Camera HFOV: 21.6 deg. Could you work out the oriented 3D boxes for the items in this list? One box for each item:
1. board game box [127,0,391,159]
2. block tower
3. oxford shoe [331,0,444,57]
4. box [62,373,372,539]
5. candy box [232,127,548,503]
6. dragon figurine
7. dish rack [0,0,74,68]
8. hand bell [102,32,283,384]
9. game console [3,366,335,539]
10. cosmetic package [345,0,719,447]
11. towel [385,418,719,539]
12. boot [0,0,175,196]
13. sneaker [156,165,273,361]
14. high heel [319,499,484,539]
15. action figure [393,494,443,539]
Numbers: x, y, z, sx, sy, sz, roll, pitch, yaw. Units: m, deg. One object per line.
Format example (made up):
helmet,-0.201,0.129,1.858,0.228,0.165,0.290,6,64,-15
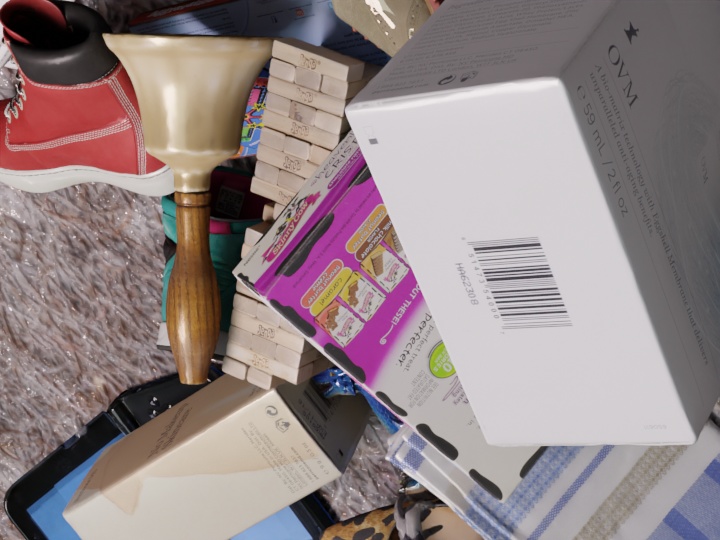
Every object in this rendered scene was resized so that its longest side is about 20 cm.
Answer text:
board game box,-0.044,-0.123,1.130,0.199,0.019,0.104,-6,119,39
block tower,-0.030,-0.032,1.093,0.054,0.058,0.202,20,113,26
oxford shoe,0.031,-0.141,1.021,0.074,0.070,0.201,-22,100,38
box,-0.097,0.130,1.285,0.199,0.095,0.078,-32,105,25
candy box,0.047,0.015,1.056,0.200,0.137,0.061,42,176,-25
dragon figurine,0.060,0.093,1.208,0.199,0.059,0.100,6,128,34
dish rack,-0.269,-0.223,1.192,0.200,0.044,0.172,45,139,-3
hand bell,-0.098,-0.035,1.090,0.103,0.104,0.202,7,100,32
game console,-0.131,0.193,1.389,0.170,0.118,0.201,-20,113,44
cosmetic package,0.120,-0.053,0.934,0.122,0.200,0.201,-4,123,35
towel,0.132,0.117,1.135,0.200,0.147,0.024,40,177,-1
boot,-0.204,-0.117,1.178,0.199,0.073,0.144,5,146,40
sneaker,-0.092,-0.005,1.216,0.083,0.122,0.200,11,178,-4
high heel,0.054,0.171,1.232,0.198,0.072,0.143,5,159,17
action figure,0.033,0.199,1.159,0.198,0.103,0.120,2,132,2
